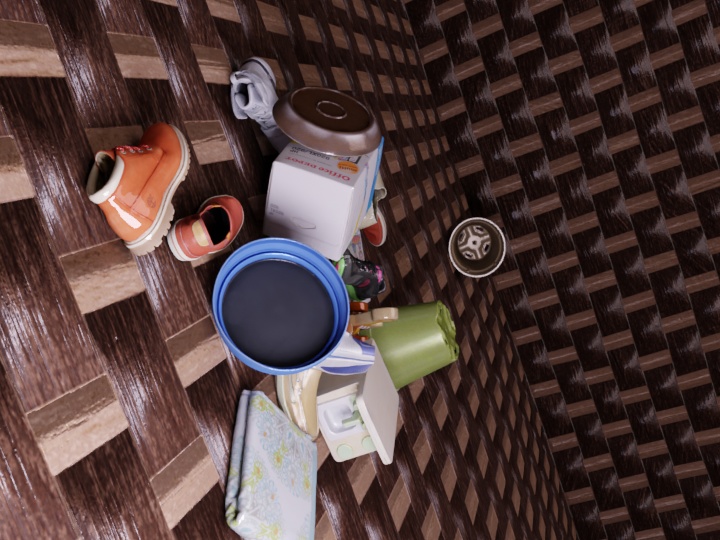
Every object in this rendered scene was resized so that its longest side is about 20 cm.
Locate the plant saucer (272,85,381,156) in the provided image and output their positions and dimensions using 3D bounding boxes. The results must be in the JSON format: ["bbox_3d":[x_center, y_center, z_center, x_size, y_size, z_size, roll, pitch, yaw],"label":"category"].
[{"bbox_3d":[-0.053,-0.264,1.325,0.202,0.195,0.033,-80,-172,-54],"label":"plant saucer"}]

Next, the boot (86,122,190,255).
[{"bbox_3d":[-0.272,-0.130,0.947,0.108,0.074,0.204,49,30,-40],"label":"boot"}]

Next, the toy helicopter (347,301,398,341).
[{"bbox_3d":[-0.008,0.085,1.354,0.129,0.198,0.081,6,76,-32],"label":"toy helicopter"}]

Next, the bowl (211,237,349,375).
[{"bbox_3d":[-0.113,0.052,1.094,0.040,0.195,0.206,120,-34,-58],"label":"bowl"}]

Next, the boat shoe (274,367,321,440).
[{"bbox_3d":[-0.091,0.162,1.194,0.071,0.074,0.205,-3,76,-71],"label":"boat shoe"}]

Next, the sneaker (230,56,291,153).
[{"bbox_3d":[-0.168,-0.274,1.374,0.203,0.074,0.115,63,22,-15],"label":"sneaker"}]

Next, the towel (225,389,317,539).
[{"bbox_3d":[-0.119,0.285,1.053,0.172,0.047,0.204,51,28,-41],"label":"towel"}]

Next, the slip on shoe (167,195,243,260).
[{"bbox_3d":[-0.204,-0.065,1.097,0.076,0.060,0.200,67,18,-10],"label":"slip on shoe"}]

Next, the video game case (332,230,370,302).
[{"bbox_3d":[-0.022,-0.015,1.571,0.200,0.023,0.188,-23,104,-77],"label":"video game case"}]

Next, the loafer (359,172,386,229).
[{"bbox_3d":[0.021,-0.177,1.575,0.076,0.066,0.206,45,54,-71],"label":"loafer"}]

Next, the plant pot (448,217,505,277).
[{"bbox_3d":[0.405,-0.089,2.722,0.184,0.196,0.205,-52,122,-81],"label":"plant pot"}]

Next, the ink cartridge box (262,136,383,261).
[{"bbox_3d":[-0.061,-0.146,1.327,0.201,0.144,0.147,-63,169,-53],"label":"ink cartridge box"}]

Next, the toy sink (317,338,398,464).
[{"bbox_3d":[-0.012,0.232,1.308,0.201,0.110,0.133,-77,144,-65],"label":"toy sink"}]

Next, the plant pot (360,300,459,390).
[{"bbox_3d":[0.096,0.148,1.574,0.200,0.186,0.205,-18,90,-72],"label":"plant pot"}]

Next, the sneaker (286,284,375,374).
[{"bbox_3d":[-0.069,0.083,1.153,0.081,0.194,0.118,132,-34,-63],"label":"sneaker"}]

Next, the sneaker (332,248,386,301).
[{"bbox_3d":[0.000,0.000,1.437,0.200,0.081,0.079,43,41,-68],"label":"sneaker"}]

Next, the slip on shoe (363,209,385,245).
[{"bbox_3d":[0.003,-0.134,1.747,0.061,0.073,0.203,-46,132,-28],"label":"slip on shoe"}]

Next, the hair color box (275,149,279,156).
[{"bbox_3d":[-0.082,-0.245,1.535,0.199,0.108,0.066,-7,78,-72],"label":"hair color box"}]
